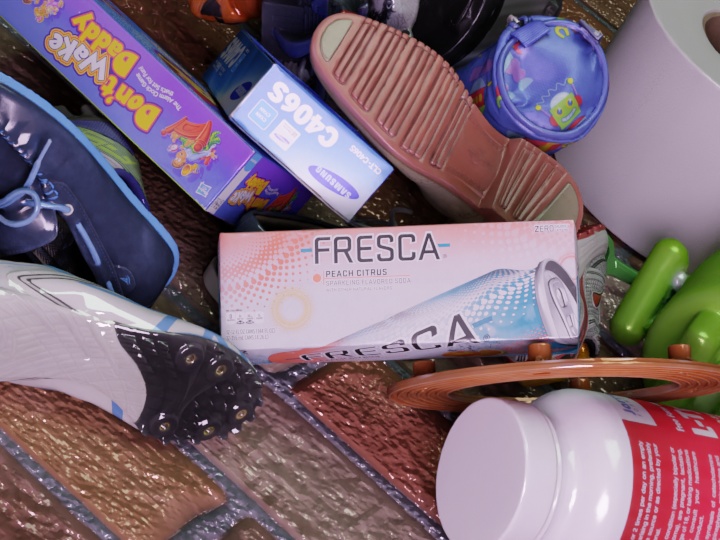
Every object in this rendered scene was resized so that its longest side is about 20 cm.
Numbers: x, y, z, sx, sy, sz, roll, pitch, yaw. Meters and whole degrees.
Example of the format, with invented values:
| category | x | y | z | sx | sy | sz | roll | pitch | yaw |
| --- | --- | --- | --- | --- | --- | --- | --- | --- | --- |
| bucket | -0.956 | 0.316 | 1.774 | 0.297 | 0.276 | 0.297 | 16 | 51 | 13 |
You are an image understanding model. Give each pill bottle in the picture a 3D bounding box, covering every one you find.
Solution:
| category | x | y | z | sx | sy | sz | roll | pitch | yaw |
| --- | --- | --- | --- | --- | --- | --- | --- | --- | --- |
| pill bottle | 0.145 | 0.127 | 1.452 | 0.199 | 0.113 | 0.113 | 12 | 36 | -33 |

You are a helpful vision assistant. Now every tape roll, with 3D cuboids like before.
| category | x | y | z | sx | sy | sz | roll | pitch | yaw |
| --- | --- | --- | --- | --- | --- | --- | --- | --- | --- |
| tape roll | 0.255 | -0.100 | 1.859 | 0.202 | 0.140 | 0.203 | 24 | 31 | -16 |

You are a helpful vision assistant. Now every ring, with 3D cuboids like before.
| category | x | y | z | sx | sy | sz | roll | pitch | yaw |
| --- | --- | --- | --- | --- | --- | --- | --- | --- | --- |
| ring | 0.113 | 0.060 | 1.465 | 0.199 | 0.200 | 0.019 | 5 | 77 | -39 |

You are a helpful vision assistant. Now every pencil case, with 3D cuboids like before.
| category | x | y | z | sx | sy | sz | roll | pitch | yaw |
| --- | --- | --- | --- | --- | --- | --- | --- | --- | --- |
| pencil case | 0.087 | -0.103 | 1.650 | 0.078 | 0.200 | 0.087 | -22 | 87 | -22 |

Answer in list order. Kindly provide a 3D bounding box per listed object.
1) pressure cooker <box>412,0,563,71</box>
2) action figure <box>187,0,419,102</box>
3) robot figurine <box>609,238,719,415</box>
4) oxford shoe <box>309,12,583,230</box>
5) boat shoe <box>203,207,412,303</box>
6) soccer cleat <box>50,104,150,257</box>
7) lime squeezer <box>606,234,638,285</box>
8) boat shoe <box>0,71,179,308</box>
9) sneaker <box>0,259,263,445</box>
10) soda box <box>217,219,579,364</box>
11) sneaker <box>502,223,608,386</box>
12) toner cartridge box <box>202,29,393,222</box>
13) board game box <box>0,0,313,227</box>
| category | x | y | z | sx | sy | sz | roll | pitch | yaw |
| --- | --- | --- | --- | --- | --- | --- | --- | --- | --- |
| pressure cooker | 0.050 | -0.218 | 1.788 | 0.177 | 0.177 | 0.200 | 19 | 16 | 18 |
| action figure | -0.047 | -0.204 | 1.660 | 0.192 | 0.201 | 0.105 | 23 | 50 | 7 |
| robot figurine | 0.251 | 0.046 | 1.667 | 0.175 | 0.116 | 0.200 | 31 | 29 | 12 |
| oxford shoe | 0.039 | -0.074 | 1.559 | 0.200 | 0.074 | 0.071 | 42 | 64 | -14 |
| boat shoe | 0.000 | 0.000 | 1.548 | 0.199 | 0.062 | 0.075 | 12 | 35 | -34 |
| soccer cleat | -0.192 | -0.041 | 1.424 | 0.199 | 0.065 | 0.084 | -15 | 67 | -50 |
| lime squeezer | 0.137 | -0.022 | 1.751 | 0.199 | 0.038 | 0.071 | 34 | -2 | 3 |
| boat shoe | -0.167 | -0.035 | 1.365 | 0.200 | 0.084 | 0.069 | 43 | 64 | -32 |
| sneaker | -0.139 | 0.036 | 1.359 | 0.199 | 0.072 | 0.073 | 20 | 25 | -28 |
| soda box | 0.021 | 0.013 | 1.434 | 0.198 | 0.069 | 0.064 | -3 | -10 | 5 |
| sneaker | 0.115 | 0.021 | 1.631 | 0.200 | 0.077 | 0.083 | -40 | 119 | -70 |
| toner cartridge box | -0.041 | -0.090 | 1.562 | 0.095 | 0.043 | 0.200 | 40 | 3 | -12 |
| board game box | -0.127 | -0.106 | 1.541 | 0.200 | 0.045 | 0.134 | 43 | 3 | 16 |
